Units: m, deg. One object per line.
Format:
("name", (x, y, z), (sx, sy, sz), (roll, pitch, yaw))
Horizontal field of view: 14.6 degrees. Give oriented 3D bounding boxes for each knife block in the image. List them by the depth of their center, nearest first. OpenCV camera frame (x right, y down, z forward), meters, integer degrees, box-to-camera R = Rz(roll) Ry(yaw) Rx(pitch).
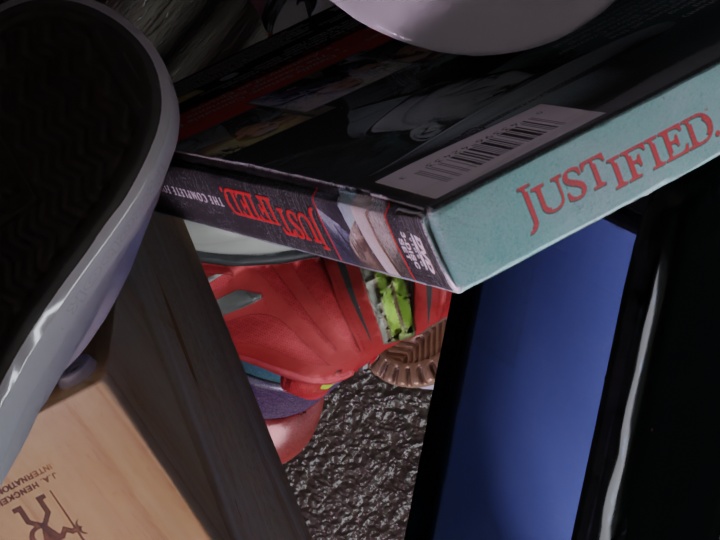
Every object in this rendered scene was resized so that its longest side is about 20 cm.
("knife block", (-0.043, 0.085, 0.704), (0.064, 0.176, 0.200), (-27, -157, 10))

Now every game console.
("game console", (0.037, 0.050, 0.662), (0.116, 0.176, 0.201), (0, 109, -37))

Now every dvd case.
("dvd case", (0.032, -0.045, 0.629), (0.146, 0.022, 0.200), (-28, -164, -20))

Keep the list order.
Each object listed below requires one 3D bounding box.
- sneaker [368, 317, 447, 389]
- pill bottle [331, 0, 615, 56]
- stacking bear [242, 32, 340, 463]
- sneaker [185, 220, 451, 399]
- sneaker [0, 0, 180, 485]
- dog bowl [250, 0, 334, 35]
("sneaker", (0.096, -0.028, 0.982), (0.200, 0.071, 0.112), (-38, 160, 19))
("pill bottle", (0.055, -0.126, 0.623), (0.110, 0.110, 0.200), (-51, 179, 35))
("stacking bear", (-0.021, -0.032, 1.016), (0.200, 0.114, 0.121), (-56, 176, 34))
("sneaker", (0.000, 0.000, 0.898), (0.077, 0.199, 0.085), (-111, -156, -60))
("sneaker", (-0.102, 0.035, 0.607), (0.200, 0.073, 0.085), (-52, 177, -3))
("dog bowl", (0.040, -0.131, 0.839), (0.200, 0.074, 0.200), (-51, 179, -2))
